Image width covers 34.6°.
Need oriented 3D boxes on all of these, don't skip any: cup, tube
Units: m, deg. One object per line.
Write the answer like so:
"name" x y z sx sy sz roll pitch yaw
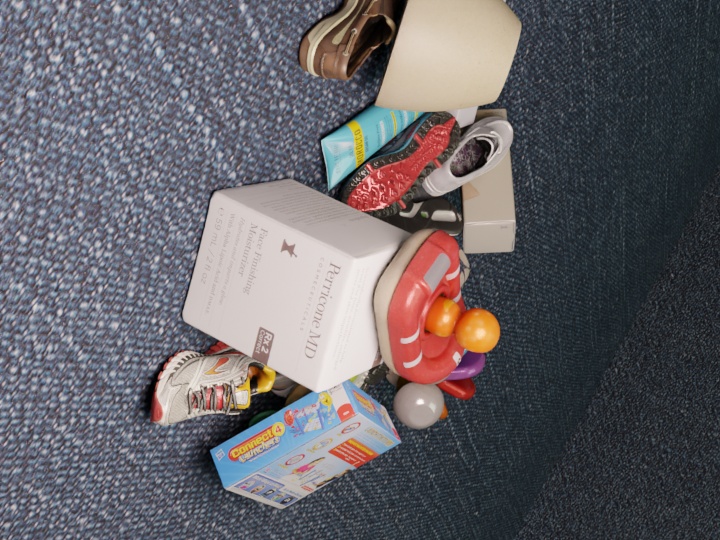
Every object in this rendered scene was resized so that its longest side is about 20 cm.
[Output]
"cup" 0.113 -0.276 1.411 0.200 0.142 0.202 -162 -90 -88
"tube" 0.015 -0.186 1.517 0.200 0.050 0.078 -41 135 -34

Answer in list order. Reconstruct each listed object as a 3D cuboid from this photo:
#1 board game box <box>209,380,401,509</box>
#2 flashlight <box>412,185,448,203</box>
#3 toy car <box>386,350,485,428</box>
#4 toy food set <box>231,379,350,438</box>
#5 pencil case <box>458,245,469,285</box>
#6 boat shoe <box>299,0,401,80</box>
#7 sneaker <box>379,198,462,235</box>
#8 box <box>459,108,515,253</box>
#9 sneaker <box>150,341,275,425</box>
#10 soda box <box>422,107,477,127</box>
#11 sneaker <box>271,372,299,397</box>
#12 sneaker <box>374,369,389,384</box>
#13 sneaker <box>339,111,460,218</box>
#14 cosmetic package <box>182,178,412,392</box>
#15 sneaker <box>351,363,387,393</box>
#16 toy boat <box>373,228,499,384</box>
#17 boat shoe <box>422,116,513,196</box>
"board game box" -0.066 0.229 1.504 0.195 0.056 0.200 -30 155 6
"flashlight" 0.092 -0.116 1.717 0.068 0.067 0.200 -54 149 -13
"toy car" 0.126 0.151 1.862 0.175 0.148 0.202 -102 -160 -61
"toy food set" -0.083 0.214 1.585 0.197 0.049 0.200 -29 156 5
"pencil case" 0.090 0.037 1.674 0.089 0.078 0.200 -32 -166 45
"boat shoe" 0.013 -0.291 1.368 0.203 0.074 0.075 -52 153 -26
"sneaker" 0.041 -0.055 1.646 0.199 0.076 0.115 8 147 -38
"box" 0.188 -0.135 1.744 0.095 0.077 0.202 82 7 -60
"sneaker" -0.175 0.135 1.380 0.199 0.082 0.079 -26 135 -54
"soda box" 0.143 -0.306 1.625 0.064 0.068 0.202 -26 135 -54
"sneaker" -0.054 0.094 1.531 0.200 0.074 0.079 -39 147 10
"sneaker" 0.037 0.085 1.793 0.201 0.074 0.106 -59 163 1
"sneaker" 0.047 -0.137 1.571 0.199 0.095 0.080 -38 106 -17
"cosmetic package" -0.067 0.011 1.337 0.165 0.199 0.166 -17 127 -59
"sneaker" -0.011 0.125 1.698 0.201 0.085 0.077 -54 134 -7
"toy boat" 0.097 0.055 1.313 0.131 0.130 0.201 -55 156 -26
"boat shoe" 0.165 -0.170 1.638 0.199 0.068 0.073 -28 97 -39
